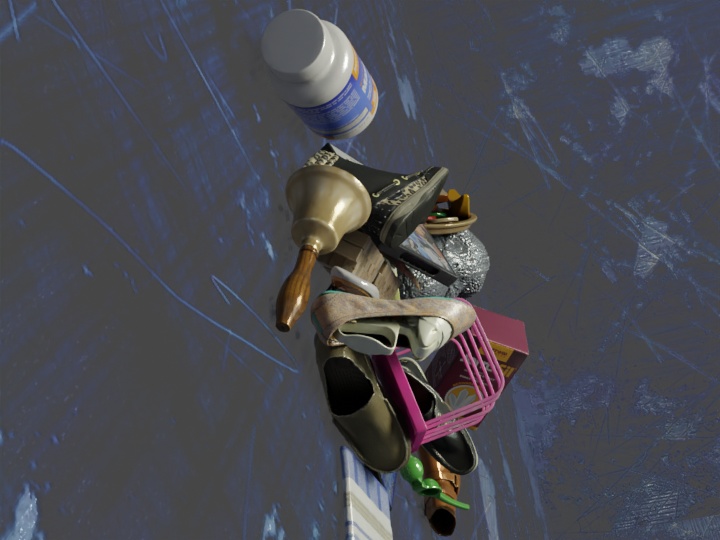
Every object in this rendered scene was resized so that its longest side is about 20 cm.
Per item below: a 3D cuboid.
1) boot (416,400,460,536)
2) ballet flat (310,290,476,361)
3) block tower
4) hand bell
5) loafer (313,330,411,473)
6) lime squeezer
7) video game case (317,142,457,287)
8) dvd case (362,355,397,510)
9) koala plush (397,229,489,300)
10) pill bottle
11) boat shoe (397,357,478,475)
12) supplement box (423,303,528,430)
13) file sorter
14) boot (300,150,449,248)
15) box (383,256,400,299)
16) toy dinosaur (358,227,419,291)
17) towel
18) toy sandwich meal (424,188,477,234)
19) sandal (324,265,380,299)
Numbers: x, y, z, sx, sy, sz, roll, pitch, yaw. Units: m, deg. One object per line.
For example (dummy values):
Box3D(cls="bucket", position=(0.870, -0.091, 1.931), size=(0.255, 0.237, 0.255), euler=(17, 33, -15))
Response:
Box3D(cls="boot", position=(0.112, 0.304, 1.363), size=(0.156, 0.076, 0.200), euler=(-83, 164, -47))
Box3D(cls="ballet flat", position=(0.041, 0.068, 0.963), size=(0.067, 0.199, 0.068), euler=(-106, -155, -46))
Box3D(cls="block tower", position=(0.000, 0.000, 1.143), size=(0.054, 0.058, 0.200), euler=(-61, 158, -9))
Box3D(cls="hand bell", position=(-0.060, -0.012, 0.953), size=(0.200, 0.104, 0.104), euler=(-73, 149, -42))
Box3D(cls="loafer", position=(-0.003, 0.157, 0.999), size=(0.200, 0.076, 0.067), euler=(62, 17, -15))
Box3D(cls="lime squeezer", position=(0.091, 0.300, 1.279), size=(0.200, 0.038, 0.071), euler=(52, 16, -11))
Box3D(cls="video game case", position=(0.039, -0.078, 1.229), size=(0.181, 0.025, 0.200), euler=(26, 27, -49))
Box3D(cls="dvd case", position=(0.013, 0.192, 1.138), size=(0.143, 0.017, 0.201), euler=(-72, 147, -66))
Box3D(cls="koala plush", position=(0.108, 0.008, 1.448), size=(0.200, 0.183, 0.178), euler=(-27, 103, -65))
Box3D(cls="pill bottle", position=(-0.053, -0.249, 1.109), size=(0.200, 0.112, 0.113), euler=(37, 41, -72))
Box3D(cls="boat shoe", position=(0.101, 0.222, 1.295), size=(0.200, 0.072, 0.068), euler=(55, 6, 6))
Box3D(cls="supplement box", position=(0.191, 0.168, 1.496), size=(0.086, 0.110, 0.200), euler=(-86, -161, -54))
Box3D(cls="file sorter", position=(0.096, 0.133, 1.103), size=(0.200, 0.125, 0.139), euler=(89, -20, -72))
Box3D(cls="boot", position=(0.020, -0.114, 1.121), size=(0.204, 0.153, 0.074), euler=(-46, 161, -56))
Box3D(cls="box", position=(0.024, 0.006, 1.306), size=(0.075, 0.050, 0.201), euler=(50, 29, -56))
Box3D(cls="toy dinosaur", position=(0.025, -0.046, 1.235), size=(0.200, 0.060, 0.106), euler=(56, 36, -2))
Box3D(cls="towel", position=(0.009, 0.317, 0.984), size=(0.147, 0.024, 0.201), euler=(58, 20, -48))
Box3D(cls="toy sandwich meal", position=(0.101, -0.110, 1.457), size=(0.205, 0.204, 0.071), euler=(-52, 143, -74))
Box3D(cls="sandal", position=(-0.016, 0.043, 1.055), size=(0.059, 0.079, 0.207), euler=(-60, 168, -7))
